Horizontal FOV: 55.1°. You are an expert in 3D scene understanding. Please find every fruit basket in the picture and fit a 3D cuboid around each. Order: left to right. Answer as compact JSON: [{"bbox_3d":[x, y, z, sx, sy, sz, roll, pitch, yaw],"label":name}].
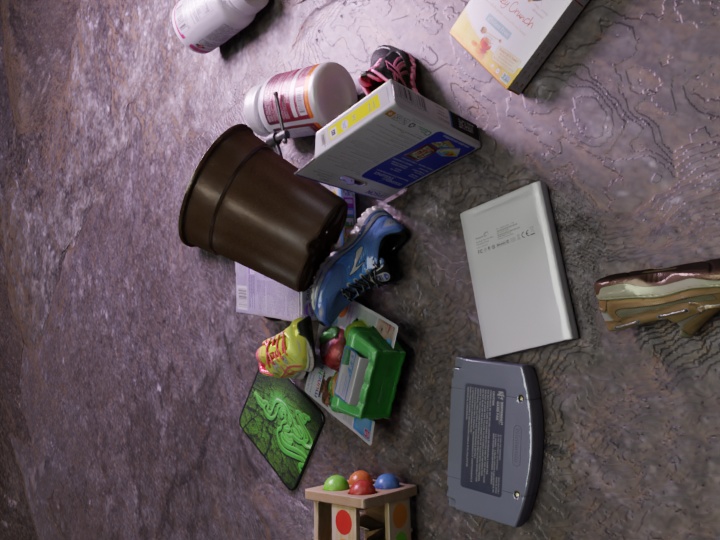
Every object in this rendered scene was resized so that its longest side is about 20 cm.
[{"bbox_3d":[-0.024,0.142,1.077,0.198,0.092,0.190,25,104,46],"label":"fruit basket"}]

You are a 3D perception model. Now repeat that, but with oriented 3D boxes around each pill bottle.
[{"bbox_3d":[-0.275,-0.522,1.364,0.197,0.112,0.117,-14,77,42],"label":"pill bottle"},{"bbox_3d":[-0.107,-0.286,1.182,0.197,0.108,0.113,4,89,44],"label":"pill bottle"}]

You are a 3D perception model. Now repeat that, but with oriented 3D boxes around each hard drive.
[{"bbox_3d":[0.205,0.002,0.911,0.130,0.026,0.206,-20,73,41],"label":"hard drive"}]

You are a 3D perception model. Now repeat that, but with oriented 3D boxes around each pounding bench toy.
[{"bbox_3d":[-0.024,0.384,1.031,0.197,0.122,0.161,-9,80,43],"label":"pounding bench toy"}]

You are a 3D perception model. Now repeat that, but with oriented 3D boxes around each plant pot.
[{"bbox_3d":[-0.135,-0.080,1.029,0.195,0.200,0.204,29,108,9],"label":"plant pot"}]

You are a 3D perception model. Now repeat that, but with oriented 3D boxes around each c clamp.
[{"bbox_3d":[-0.183,-0.181,1.182,0.197,0.027,0.176,-21,79,39],"label":"c clamp"}]

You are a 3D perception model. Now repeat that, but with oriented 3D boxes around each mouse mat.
[{"bbox_3d":[-0.148,0.270,1.243,0.199,0.007,0.164,37,112,39],"label":"mouse mat"}]

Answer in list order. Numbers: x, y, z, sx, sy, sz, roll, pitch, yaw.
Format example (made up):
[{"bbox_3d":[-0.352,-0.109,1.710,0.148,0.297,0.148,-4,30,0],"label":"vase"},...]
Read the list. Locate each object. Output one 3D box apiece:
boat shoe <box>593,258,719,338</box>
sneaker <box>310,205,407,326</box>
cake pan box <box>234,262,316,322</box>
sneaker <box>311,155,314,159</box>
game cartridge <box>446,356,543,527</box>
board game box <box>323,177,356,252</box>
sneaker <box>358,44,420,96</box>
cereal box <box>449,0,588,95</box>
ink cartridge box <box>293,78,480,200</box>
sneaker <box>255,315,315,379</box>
[{"bbox_3d":[0.354,0.034,0.746,0.198,0.070,0.078,-10,93,50],"label":"boat shoe"},{"bbox_3d":[0.000,0.000,1.043,0.088,0.079,0.202,30,82,33],"label":"sneaker"},{"bbox_3d":[-0.146,-0.012,1.190,0.181,0.051,0.207,2,94,45],"label":"cake pan box"},{"bbox_3d":[-0.028,-0.201,1.112,0.197,0.086,0.078,-15,77,43],"label":"sneaker"},{"bbox_3d":[0.177,0.223,0.913,0.131,0.041,0.207,2,88,40],"label":"game cartridge"},{"bbox_3d":[-0.088,-0.081,1.188,0.197,0.034,0.139,-2,91,44],"label":"board game box"},{"bbox_3d":[0.035,-0.286,1.037,0.079,0.094,0.203,-48,37,31],"label":"sneaker"},{"bbox_3d":[0.222,-0.361,0.917,0.202,0.039,0.145,-54,53,26],"label":"cereal box"},{"bbox_3d":[0.037,-0.173,0.973,0.197,0.195,0.048,-22,68,39],"label":"ink cartridge box"},{"bbox_3d":[-0.124,0.135,1.120,0.201,0.088,0.080,117,150,-59],"label":"sneaker"}]
